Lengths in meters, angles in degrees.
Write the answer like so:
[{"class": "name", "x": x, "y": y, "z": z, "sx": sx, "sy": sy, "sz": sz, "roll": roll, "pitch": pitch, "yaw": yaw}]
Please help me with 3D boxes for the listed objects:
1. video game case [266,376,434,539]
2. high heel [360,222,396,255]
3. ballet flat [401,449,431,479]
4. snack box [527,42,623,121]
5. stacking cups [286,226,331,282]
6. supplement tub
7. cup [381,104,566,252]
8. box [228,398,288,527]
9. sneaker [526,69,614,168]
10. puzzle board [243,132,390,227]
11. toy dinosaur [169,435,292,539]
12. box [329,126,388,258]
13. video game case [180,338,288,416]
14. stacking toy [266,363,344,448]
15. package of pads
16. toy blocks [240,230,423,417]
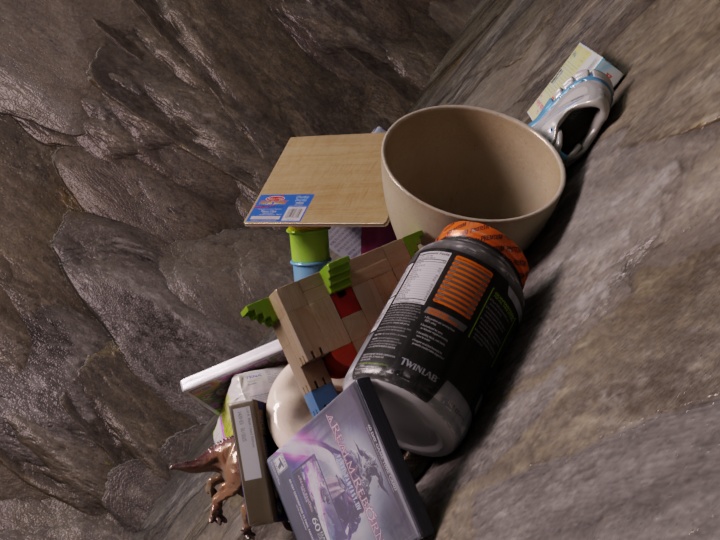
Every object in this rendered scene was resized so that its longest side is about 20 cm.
[{"class": "video game case", "x": -0.016, "y": 0.201, "z": 1.028, "sx": 0.019, "sy": 0.144, "sz": 0.200, "roll": -11, "pitch": -22, "yaw": -34}, {"class": "high heel", "x": 0.000, "y": 0.000, "z": 1.394, "sx": 0.201, "sy": 0.096, "sz": 0.068, "roll": -52, "pitch": 6, "yaw": 26}, {"class": "ballet flat", "x": 0.066, "y": 0.123, "z": 1.141, "sx": 0.067, "sy": 0.046, "sz": 0.201, "roll": -48, "pitch": 11, "yaw": 44}, {"class": "snack box", "x": 0.266, "y": -0.221, "z": 1.439, "sx": 0.117, "sy": 0.037, "sz": 0.200, "roll": -53, "pitch": 7, "yaw": 15}, {"class": "stacking cups", "x": -0.059, "y": 0.007, "z": 1.422, "sx": 0.061, "sy": 0.059, "sz": 0.203, "roll": -105, "pitch": 10, "yaw": -81}, {"class": "supplement tub", "x": 0.077, "y": 0.059, "z": 1.062, "sx": 0.201, "sy": 0.122, "sz": 0.122, "roll": -58, "pitch": 8, "yaw": -30}, {"class": "cup", "x": 0.111, "y": -0.064, "z": 1.250, "sx": 0.201, "sy": 0.198, "sz": 0.145, "roll": -62, "pitch": -14, "yaw": -46}, {"class": "box", "x": -0.092, "y": 0.205, "z": 1.215, "sx": 0.032, "sy": 0.123, "sz": 0.200, "roll": -13, "pitch": -12, "yaw": 5}, {"class": "sneaker", "x": 0.210, "y": -0.136, "z": 1.295, "sx": 0.201, "sy": 0.074, "sz": 0.087, "roll": -52, "pitch": 13, "yaw": 27}, {"class": "puzzle board", "x": -0.028, "y": -0.106, "z": 1.360, "sx": 0.197, "sy": 0.017, "sz": 0.152, "roll": 1, "pitch": 49, "yaw": 31}, {"class": "toy dinosaur", "x": -0.118, "y": 0.237, "z": 1.357, "sx": 0.086, "sy": 0.198, "sz": 0.137, "roll": -47, "pitch": -20, "yaw": -76}, {"class": "box", "x": 0.049, "y": -0.063, "z": 1.488, "sx": 0.106, "sy": 0.199, "sz": 0.184, "roll": -56, "pitch": 7, "yaw": -21}, {"class": "video game case", "x": -0.128, "y": 0.149, "z": 1.464, "sx": 0.141, "sy": 0.018, "sz": 0.200, "roll": -23, "pitch": -26, "yaw": 7}, {"class": "stacking toy", "x": -0.027, "y": 0.191, "z": 1.219, "sx": 0.201, "sy": 0.144, "sz": 0.147, "roll": 95, "pitch": -159, "yaw": -53}, {"class": "package of pads", "x": -0.103, "y": 0.184, "z": 1.451, "sx": 0.201, "sy": 0.152, "sz": 0.069, "roll": 117, "pitch": 138, "yaw": -54}, {"class": "toy blocks", "x": 0.001, "y": 0.062, "z": 1.133, "sx": 0.198, "sy": 0.138, "sz": 0.100, "roll": -23, "pitch": -8, "yaw": -26}]
